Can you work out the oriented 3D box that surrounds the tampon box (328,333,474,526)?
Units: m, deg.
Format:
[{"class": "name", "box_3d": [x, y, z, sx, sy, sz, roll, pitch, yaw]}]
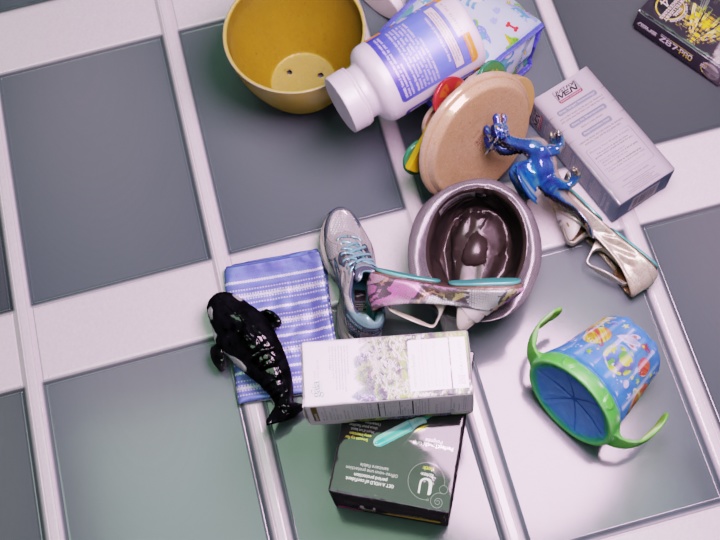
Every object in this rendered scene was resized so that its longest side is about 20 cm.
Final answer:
[{"class": "tampon box", "box_3d": [0.054, 0.201, 1.324, 0.149, 0.126, 0.201, 9, 70, 7]}]

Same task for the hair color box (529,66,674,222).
[{"class": "hair color box", "box_3d": [0.337, -0.179, 1.496, 0.099, 0.061, 0.200, -32, 71, -10]}]

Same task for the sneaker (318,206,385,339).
[{"class": "sneaker", "box_3d": [0.000, 0.000, 1.422, 0.077, 0.086, 0.201, -7, 70, -19]}]

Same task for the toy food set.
[{"class": "toy food set", "box_3d": [0.152, -0.188, 1.442, 0.049, 0.197, 0.201, 43, 111, 38]}]

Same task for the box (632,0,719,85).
[{"class": "box", "box_3d": [0.531, -0.394, 1.577, 0.161, 0.049, 0.200, 41, 75, 14]}]

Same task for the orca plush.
[{"class": "orca plush", "box_3d": [-0.148, 0.106, 1.385, 0.105, 0.071, 0.201, -19, 70, -1]}]

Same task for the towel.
[{"class": "towel", "box_3d": [-0.107, 0.073, 1.439, 0.144, 0.024, 0.201, -9, 68, 0]}]

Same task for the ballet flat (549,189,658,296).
[{"class": "ballet flat", "box_3d": [0.316, -0.044, 1.443, 0.062, 0.067, 0.200, -45, 72, -4]}]

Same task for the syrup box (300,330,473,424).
[{"class": "syrup box", "box_3d": [0.031, 0.127, 1.242, 0.199, 0.082, 0.079, -5, 66, 3]}]

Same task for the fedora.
[{"class": "fedora", "box_3d": [0.153, -0.020, 1.425, 0.176, 0.090, 0.201, 2, 76, 5]}]

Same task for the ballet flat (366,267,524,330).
[{"class": "ballet flat", "box_3d": [0.105, 0.038, 1.339, 0.199, 0.069, 0.072, 4, 94, 10]}]

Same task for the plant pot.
[{"class": "plant pot", "box_3d": [-0.089, -0.306, 1.524, 0.199, 0.142, 0.201, -1, 69, 2]}]

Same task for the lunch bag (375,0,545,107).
[{"class": "lunch bag", "box_3d": [0.134, -0.321, 1.528, 0.200, 0.128, 0.170, -40, 72, -22]}]

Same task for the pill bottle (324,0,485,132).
[{"class": "pill bottle", "box_3d": [0.056, -0.270, 1.404, 0.199, 0.112, 0.112, -31, 70, -6]}]

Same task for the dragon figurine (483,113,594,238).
[{"class": "dragon figurine", "box_3d": [0.233, -0.122, 1.404, 0.099, 0.059, 0.201, -24, 96, -4]}]

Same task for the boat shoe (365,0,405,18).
[{"class": "boat shoe", "box_3d": [0.013, -0.466, 1.627, 0.068, 0.072, 0.200, -37, 62, -11]}]

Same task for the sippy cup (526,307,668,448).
[{"class": "sippy cup", "box_3d": [0.306, 0.129, 1.346, 0.130, 0.139, 0.178, -38, 110, -23]}]
